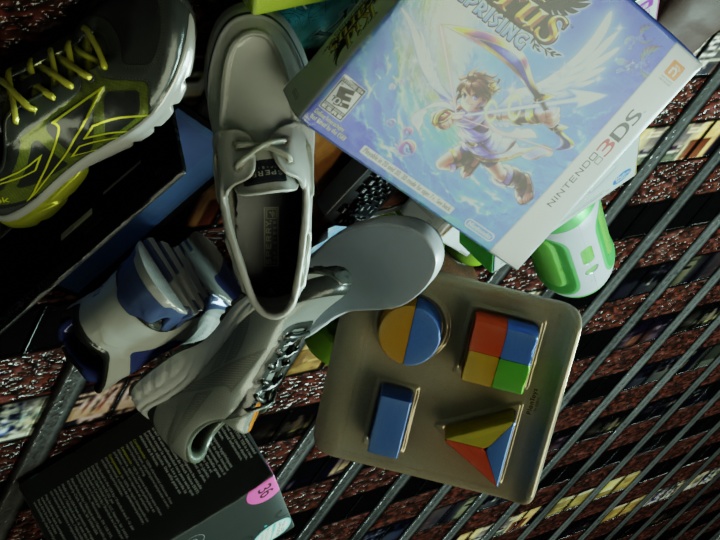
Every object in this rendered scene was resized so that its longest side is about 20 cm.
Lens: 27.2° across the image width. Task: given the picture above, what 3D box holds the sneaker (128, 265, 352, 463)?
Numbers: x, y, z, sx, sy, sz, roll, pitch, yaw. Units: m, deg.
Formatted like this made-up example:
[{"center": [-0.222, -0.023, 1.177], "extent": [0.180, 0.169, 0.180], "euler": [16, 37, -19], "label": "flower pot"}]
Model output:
[{"center": [-0.077, 0.065, 1.083], "extent": [0.200, 0.080, 0.074], "euler": [-40, 164, 23], "label": "sneaker"}]

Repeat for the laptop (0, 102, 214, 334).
[{"center": [-0.160, -0.021, 1.007], "extent": [0.177, 0.200, 0.103], "euler": [-40, 118, 10], "label": "laptop"}]

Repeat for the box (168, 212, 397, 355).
[{"center": [-0.066, 0.010, 1.256], "extent": [0.200, 0.035, 0.110], "euler": [-47, 152, 24], "label": "box"}]

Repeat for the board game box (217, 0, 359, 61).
[{"center": [0.015, -0.202, 0.995], "extent": [0.200, 0.028, 0.135], "euler": [-38, 154, 7], "label": "board game box"}]

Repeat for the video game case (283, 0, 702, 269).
[{"center": [0.085, -0.120, 0.928], "extent": [0.200, 0.046, 0.181], "euler": [32, 107, -31], "label": "video game case"}]

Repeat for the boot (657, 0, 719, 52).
[{"center": [0.267, -0.226, 1.206], "extent": [0.166, 0.072, 0.200], "euler": [-48, 155, 21], "label": "boot"}]

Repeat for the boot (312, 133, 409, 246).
[{"center": [-0.008, -0.105, 1.080], "extent": [0.187, 0.069, 0.200], "euler": [-25, 158, -9], "label": "boot"}]

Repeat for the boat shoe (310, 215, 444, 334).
[{"center": [0.000, 0.000, 1.130], "extent": [0.200, 0.070, 0.066], "euler": [-32, -174, 46], "label": "boat shoe"}]

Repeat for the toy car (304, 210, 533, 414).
[{"center": [0.075, 0.069, 1.334], "extent": [0.157, 0.200, 0.164], "euler": [-4, 141, -47], "label": "toy car"}]

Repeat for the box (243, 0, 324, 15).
[{"center": [0.021, -0.230, 0.889], "extent": [0.199, 0.048, 0.122], "euler": [-16, 139, -20], "label": "box"}]

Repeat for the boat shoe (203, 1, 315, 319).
[{"center": [-0.062, -0.066, 0.945], "extent": [0.071, 0.066, 0.201], "euler": [-1, 111, -7], "label": "boat shoe"}]

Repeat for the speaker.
[{"center": [0.195, -0.041, 1.425], "extent": [0.088, 0.089, 0.200], "euler": [-35, 155, 0], "label": "speaker"}]

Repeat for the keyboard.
[{"center": [0.048, -0.095, 1.048], "extent": [0.200, 0.040, 0.104], "euler": [-47, 154, 20], "label": "keyboard"}]

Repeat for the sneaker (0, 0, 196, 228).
[{"center": [-0.178, -0.099, 0.886], "extent": [0.200, 0.075, 0.084], "euler": [-45, 152, 20], "label": "sneaker"}]

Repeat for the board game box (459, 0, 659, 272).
[{"center": [0.140, -0.108, 1.071], "extent": [0.153, 0.040, 0.201], "euler": [-33, 147, -21], "label": "board game box"}]

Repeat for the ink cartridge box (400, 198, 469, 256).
[{"center": [0.124, -0.101, 1.202], "extent": [0.198, 0.043, 0.200], "euler": [-49, 169, 4], "label": "ink cartridge box"}]

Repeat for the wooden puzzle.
[{"center": [0.068, 0.096, 1.250], "extent": [0.046, 0.199, 0.186], "euler": [-59, 163, -70], "label": "wooden puzzle"}]

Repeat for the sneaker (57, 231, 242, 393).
[{"center": [-0.162, 0.032, 1.116], "extent": [0.115, 0.081, 0.199], "euler": [-32, 170, 12], "label": "sneaker"}]

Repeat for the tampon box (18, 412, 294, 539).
[{"center": [-0.181, 0.215, 1.362], "extent": [0.199, 0.126, 0.150], "euler": [-31, 155, -9], "label": "tampon box"}]
